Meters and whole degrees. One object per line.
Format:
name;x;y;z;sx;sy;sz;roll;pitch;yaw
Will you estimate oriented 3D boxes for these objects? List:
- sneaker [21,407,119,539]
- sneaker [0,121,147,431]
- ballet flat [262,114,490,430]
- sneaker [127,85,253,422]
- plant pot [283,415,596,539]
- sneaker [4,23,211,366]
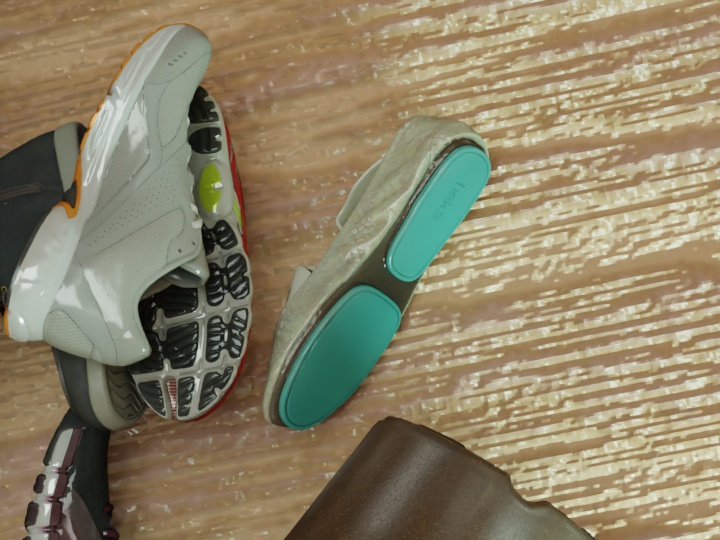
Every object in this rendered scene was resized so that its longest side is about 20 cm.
sneaker;-0.133;0.179;1.591;0.115;0.076;0.200;13;85;1
sneaker;-0.182;0.019;1.613;0.106;0.075;0.200;-22;52;12
ballet flat;0.000;0.000;1.608;0.062;0.067;0.200;30;81;43
sneaker;-0.086;-0.006;1.601;0.077;0.085;0.200;-7;66;13
plant pot;0.018;0.196;1.496;0.200;0.200;0.198;30;78;15
sneaker;-0.113;-0.036;1.544;0.092;0.076;0.200;24;72;1
